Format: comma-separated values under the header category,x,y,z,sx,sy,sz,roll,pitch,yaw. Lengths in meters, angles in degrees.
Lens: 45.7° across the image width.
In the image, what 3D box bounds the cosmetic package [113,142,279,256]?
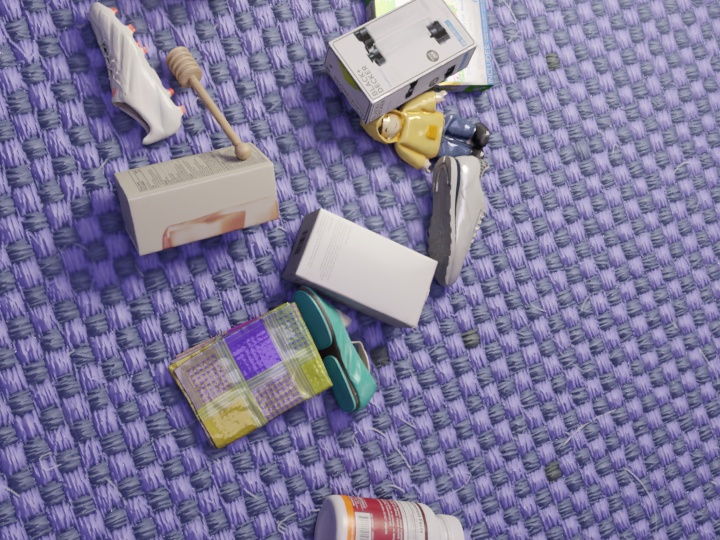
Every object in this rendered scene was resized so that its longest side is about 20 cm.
category,x,y,z,sx,sy,sz,roll,pitch,yaw
cosmetic package,-0.220,-0.100,1.155,0.198,0.103,0.088,-15,122,-19

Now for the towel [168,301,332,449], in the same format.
category,x,y,z,sx,sy,sz,roll,pitch,yaw
towel,-0.152,0.147,1.198,0.198,0.023,0.145,-26,94,-10

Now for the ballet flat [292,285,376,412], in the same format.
category,x,y,z,sx,sy,sz,roll,pitch,yaw
ballet flat,-0.034,0.107,1.246,0.070,0.067,0.202,-29,96,-44

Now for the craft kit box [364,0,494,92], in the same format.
category,x,y,z,sx,sy,sz,roll,pitch,yaw
craft kit box,0.107,-0.382,1.340,0.195,0.048,0.203,-4,87,-23

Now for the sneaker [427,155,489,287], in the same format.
category,x,y,z,sx,sy,sz,roll,pitch,yaw
sneaker,0.153,-0.073,1.303,0.080,0.076,0.203,-1,104,-27

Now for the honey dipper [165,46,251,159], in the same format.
category,x,y,z,sx,sy,sz,roll,pitch,yaw
honey dipper,-0.206,-0.227,1.168,0.038,0.038,0.201,-27,66,-19

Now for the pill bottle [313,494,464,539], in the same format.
category,x,y,z,sx,sy,sz,roll,pitch,yaw
pill bottle,0.041,0.386,1.217,0.197,0.113,0.115,11,82,-19

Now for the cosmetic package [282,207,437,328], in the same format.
category,x,y,z,sx,sy,sz,roll,pitch,yaw
cosmetic package,0.000,0.000,1.248,0.198,0.085,0.109,26,78,-17

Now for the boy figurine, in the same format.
category,x,y,z,sx,sy,sz,roll,pitch,yaw
boy figurine,0.098,-0.216,1.304,0.198,0.064,0.126,11,105,-23

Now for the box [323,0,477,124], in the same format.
category,x,y,z,sx,sy,sz,roll,pitch,yaw
box,0.058,-0.314,1.249,0.199,0.060,0.117,-31,79,-18

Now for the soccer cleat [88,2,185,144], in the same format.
category,x,y,z,sx,sy,sz,roll,pitch,yaw
soccer cleat,-0.319,-0.268,1.165,0.077,0.069,0.201,-36,101,-16
